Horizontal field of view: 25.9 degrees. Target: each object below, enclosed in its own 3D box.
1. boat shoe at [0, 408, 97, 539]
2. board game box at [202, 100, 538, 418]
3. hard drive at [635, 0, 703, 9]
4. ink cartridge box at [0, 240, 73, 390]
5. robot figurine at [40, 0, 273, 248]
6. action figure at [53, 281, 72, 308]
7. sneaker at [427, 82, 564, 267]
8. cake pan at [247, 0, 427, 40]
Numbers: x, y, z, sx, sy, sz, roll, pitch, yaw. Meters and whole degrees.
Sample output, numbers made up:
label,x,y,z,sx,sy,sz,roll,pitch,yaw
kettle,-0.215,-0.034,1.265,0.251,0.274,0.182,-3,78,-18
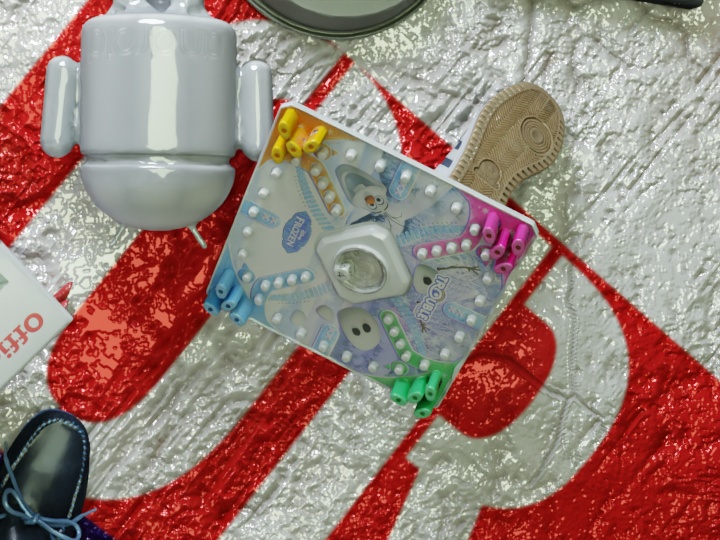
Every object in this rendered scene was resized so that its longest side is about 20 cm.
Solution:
label,x,y,z,sx,sy,sz,roll,pitch,yaw
boat shoe,-0.244,0.203,1.153,0.084,0.069,0.201,16,89,-13
board game box,0.000,0.000,1.135,0.199,0.026,0.200,26,129,0
hard drive,0.184,-0.292,1.241,0.199,0.033,0.140,7,92,-13
ink cartridge box,-0.313,0.009,1.047,0.146,0.084,0.200,-45,107,-12
robot figurine,-0.147,-0.116,1.135,0.169,0.113,0.201,0,93,0
action figure,-0.305,-0.017,1.133,0.199,0.065,0.052,25,110,-14
sneaker,0.080,-0.062,1.219,0.070,0.108,0.200,43,54,-9
cake pan,-0.015,-0.278,1.195,0.199,0.037,0.201,-1,93,-12
